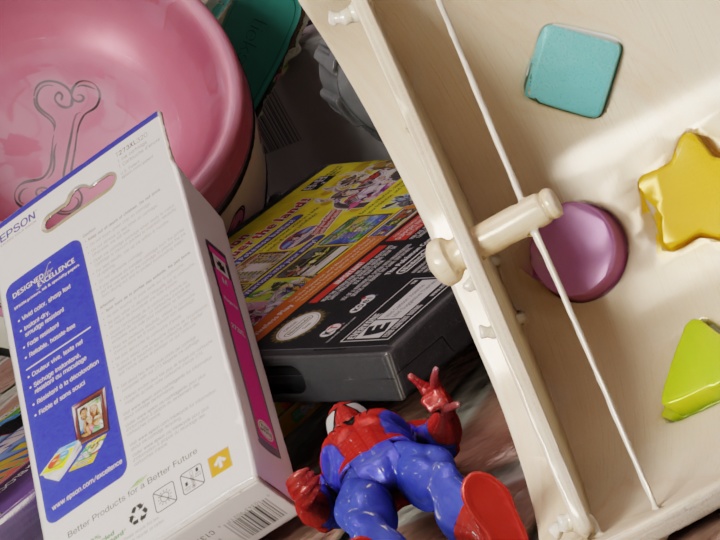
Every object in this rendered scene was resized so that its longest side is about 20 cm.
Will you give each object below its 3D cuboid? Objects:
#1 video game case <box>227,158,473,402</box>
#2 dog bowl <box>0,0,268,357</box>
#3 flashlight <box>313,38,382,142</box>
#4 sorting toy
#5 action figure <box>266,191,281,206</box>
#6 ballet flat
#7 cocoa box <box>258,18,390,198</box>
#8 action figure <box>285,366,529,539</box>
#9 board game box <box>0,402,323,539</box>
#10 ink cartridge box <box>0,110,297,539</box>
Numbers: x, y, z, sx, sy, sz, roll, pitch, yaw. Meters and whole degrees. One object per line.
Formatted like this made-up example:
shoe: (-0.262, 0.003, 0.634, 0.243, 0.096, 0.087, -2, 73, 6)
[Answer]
video game case: (0.000, 0.000, 1.041, 0.180, 0.026, 0.200, -3, 24, 40)
dog bowl: (-0.137, -0.063, 1.130, 0.200, 0.200, 0.074, -33, -22, -26)
flashlight: (0.028, -0.073, 1.072, 0.068, 0.068, 0.200, -19, 19, -13)
sorting toy: (0.104, -0.028, 0.756, 0.179, 0.201, 0.107, -24, -14, 9)
action figure: (-0.073, 0.014, 1.202, 0.199, 0.103, 0.119, 3, -21, -13)
ballet flat: (-0.089, -0.077, 1.253, 0.200, 0.075, 0.064, -54, 26, 12)
cocoa box: (0.047, -0.089, 1.278, 0.131, 0.134, 0.200, -36, 12, -34)
action figure: (0.010, 0.070, 0.836, 0.065, 0.052, 0.200, -33, 7, -4)
board game box: (-0.136, 0.098, 1.072, 0.165, 0.057, 0.200, -22, 12, 42)
ink cartridge box: (-0.088, 0.035, 0.966, 0.094, 0.037, 0.201, -34, 47, 16)
